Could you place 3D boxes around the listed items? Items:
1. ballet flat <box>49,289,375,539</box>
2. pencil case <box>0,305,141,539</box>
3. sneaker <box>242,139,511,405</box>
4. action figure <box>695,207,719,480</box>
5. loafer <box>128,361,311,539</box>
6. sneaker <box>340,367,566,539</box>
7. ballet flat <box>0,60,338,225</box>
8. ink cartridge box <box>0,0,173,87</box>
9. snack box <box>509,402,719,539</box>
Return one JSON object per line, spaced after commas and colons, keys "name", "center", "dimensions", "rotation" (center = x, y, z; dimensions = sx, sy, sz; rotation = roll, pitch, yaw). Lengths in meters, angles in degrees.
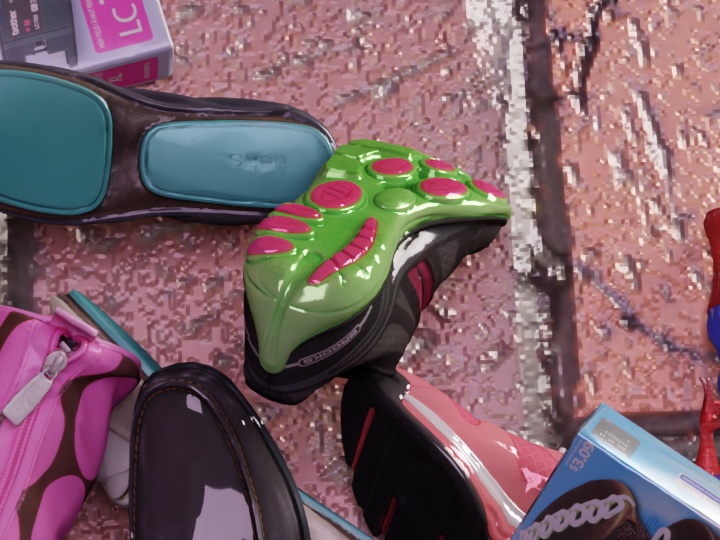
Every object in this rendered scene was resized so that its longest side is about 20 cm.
{"name": "ballet flat", "center": [-0.073, 0.091, 1.293], "dimensions": [0.200, 0.069, 0.070], "rotation": [39, 73, 9]}
{"name": "pencil case", "center": [-0.155, 0.112, 1.205], "dimensions": [0.091, 0.094, 0.201], "rotation": [23, 72, -20]}
{"name": "sneaker", "center": [0.000, 0.000, 1.291], "dimensions": [0.077, 0.084, 0.200], "rotation": [27, 28, 20]}
{"name": "action figure", "center": [0.179, 0.071, 1.326], "dimensions": [0.065, 0.052, 0.201], "rotation": [3, 74, -7]}
{"name": "loafer", "center": [-0.059, 0.139, 1.232], "dimensions": [0.073, 0.072, 0.201], "rotation": [-12, 95, 19]}
{"name": "sneaker", "center": [0.077, 0.108, 1.305], "dimensions": [0.200, 0.074, 0.087], "rotation": [41, 45, 15]}
{"name": "ballet flat", "center": [-0.109, -0.053, 1.329], "dimensions": [0.199, 0.073, 0.073], "rotation": [6, 71, -13]}
{"name": "ink cartridge box", "center": [-0.196, -0.123, 1.366], "dimensions": [0.199, 0.042, 0.120], "rotation": [-16, 73, -7]}
{"name": "snack box", "center": [0.095, 0.165, 1.226], "dimensions": [0.116, 0.200, 0.037], "rotation": [33, 28, 7]}
